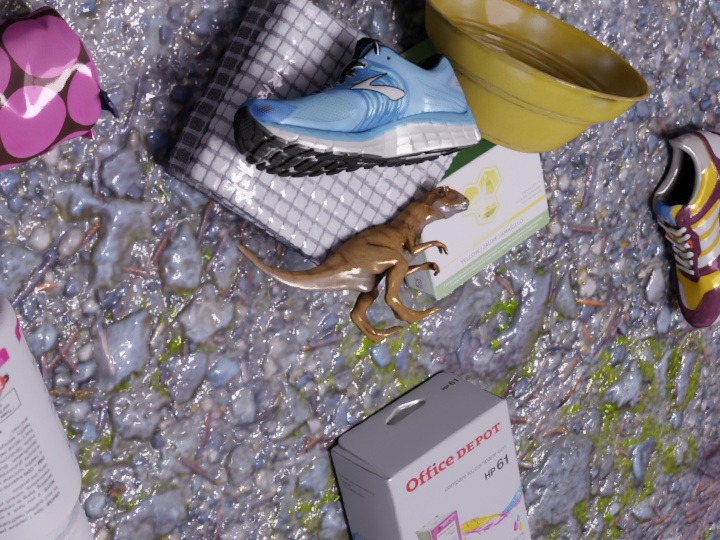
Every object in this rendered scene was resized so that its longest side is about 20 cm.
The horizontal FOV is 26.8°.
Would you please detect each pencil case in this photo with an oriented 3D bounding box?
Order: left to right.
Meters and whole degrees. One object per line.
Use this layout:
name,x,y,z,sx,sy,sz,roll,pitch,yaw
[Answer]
pencil case,-0.260,-0.092,0.957,0.199,0.091,0.094,-27,135,-29

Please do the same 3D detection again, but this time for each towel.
towel,-0.033,-0.097,1.148,0.199,0.085,0.166,33,81,-35

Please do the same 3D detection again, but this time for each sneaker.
sneaker,-0.008,-0.119,1.079,0.199,0.078,0.091,-8,86,-37
sneaker,0.326,-0.040,1.504,0.089,0.075,0.202,-4,101,-32

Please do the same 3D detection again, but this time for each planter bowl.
planter bowl,0.124,-0.151,1.209,0.199,0.200,0.084,2,123,-41

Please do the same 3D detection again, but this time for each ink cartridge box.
ink cartridge box,0.069,0.215,1.353,0.144,0.084,0.201,-31,122,-29
ink cartridge box,0.083,-0.097,1.281,0.145,0.048,0.201,-33,127,-28

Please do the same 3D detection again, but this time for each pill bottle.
pill bottle,-0.255,0.122,1.016,0.113,0.113,0.201,-33,124,-28

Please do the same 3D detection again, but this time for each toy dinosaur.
toy dinosaur,0.000,0.000,1.117,0.199,0.060,0.107,-26,88,-33
